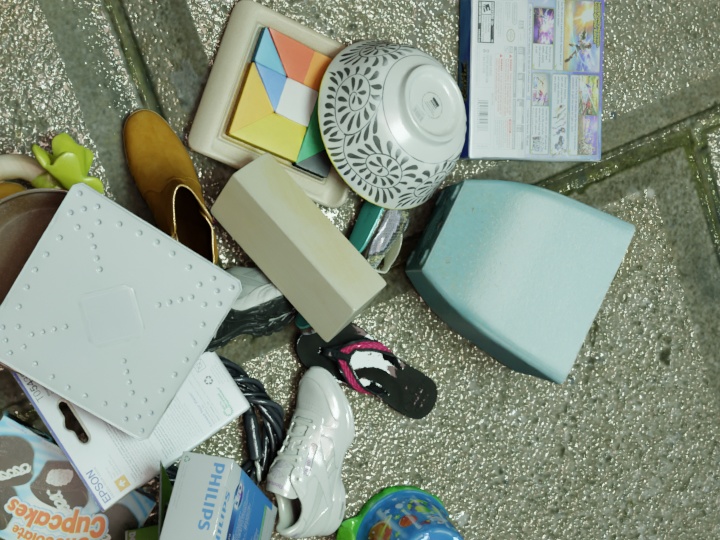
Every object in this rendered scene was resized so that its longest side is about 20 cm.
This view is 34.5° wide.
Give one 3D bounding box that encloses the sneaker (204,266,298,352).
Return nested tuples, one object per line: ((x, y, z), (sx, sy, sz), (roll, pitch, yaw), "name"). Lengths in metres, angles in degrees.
((-0.158, 0.037, 1.292), (0.198, 0.079, 0.075), (-9, 135, -45), "sneaker")

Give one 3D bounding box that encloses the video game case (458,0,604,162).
((0.210, -0.237, 1.430), (0.178, 0.045, 0.204), (0, 94, -16), "video game case")

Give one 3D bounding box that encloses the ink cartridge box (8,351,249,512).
((-0.255, 0.126, 1.274), (0.199, 0.043, 0.198), (-33, 89, -21), "ink cartridge box")

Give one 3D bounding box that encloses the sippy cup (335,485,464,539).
((0.068, 0.338, 1.378), (0.176, 0.130, 0.142), (-23, 100, -15), "sippy cup")

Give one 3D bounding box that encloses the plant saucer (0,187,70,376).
((-0.318, 0.012, 1.200), (0.197, 0.037, 0.204), (-2, 104, -7), "plant saucer")

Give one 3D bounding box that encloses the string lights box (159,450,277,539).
((-0.145, 0.270, 1.216), (0.058, 0.201, 0.104), (7, 66, 13), "string lights box")

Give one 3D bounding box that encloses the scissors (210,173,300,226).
((-0.159, -0.072, 1.344), (0.197, 0.014, 0.074), (-13, 98, -15), "scissors")

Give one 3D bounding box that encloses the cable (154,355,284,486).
((-0.179, 0.180, 1.333), (0.163, 0.051, 0.200), (-45, 104, -10), "cable")

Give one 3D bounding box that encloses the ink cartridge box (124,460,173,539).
((-0.220, 0.326, 1.233), (0.074, 0.149, 0.202), (-11, 129, 1), "ink cartridge box")

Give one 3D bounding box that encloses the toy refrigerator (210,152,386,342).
((-0.069, -0.028, 1.290), (0.200, 0.076, 0.070), (48, 48, 5), "toy refrigerator")

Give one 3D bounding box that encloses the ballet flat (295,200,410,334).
((0.000, 0.000, 1.372), (0.072, 0.072, 0.202), (33, 85, -16), "ballet flat")

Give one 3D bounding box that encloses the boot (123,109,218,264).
((-0.200, -0.090, 1.255), (0.070, 0.144, 0.204), (-22, 92, -12), "boot")

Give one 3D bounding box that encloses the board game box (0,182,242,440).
((-0.253, 0.043, 1.185), (0.198, 0.026, 0.201), (32, 99, -14), "board game box")

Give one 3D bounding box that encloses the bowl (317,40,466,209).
((0.057, -0.180, 1.324), (0.198, 0.094, 0.205), (9, 75, -35), "bowl")

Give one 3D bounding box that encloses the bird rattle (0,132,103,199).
((-0.357, -0.051, 1.259), (0.160, 0.113, 0.203), (13, 103, -6), "bird rattle")

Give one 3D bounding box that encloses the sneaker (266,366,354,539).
((-0.060, 0.214, 1.345), (0.099, 0.074, 0.204), (-1, 94, -46), "sneaker")

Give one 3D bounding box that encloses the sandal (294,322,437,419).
((0.013, 0.117, 1.391), (0.198, 0.045, 0.076), (29, 85, -17), "sandal")

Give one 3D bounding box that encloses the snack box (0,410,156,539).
((-0.342, 0.259, 1.293), (0.199, 0.037, 0.117), (33, 84, -17), "snack box")

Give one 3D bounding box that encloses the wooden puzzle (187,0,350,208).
((-0.080, -0.192, 1.340), (0.197, 0.037, 0.188), (21, 83, -17), "wooden puzzle")

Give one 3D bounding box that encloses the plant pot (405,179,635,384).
((0.166, -0.006, 1.363), (0.198, 0.196, 0.198), (27, 86, -7), "plant pot")
